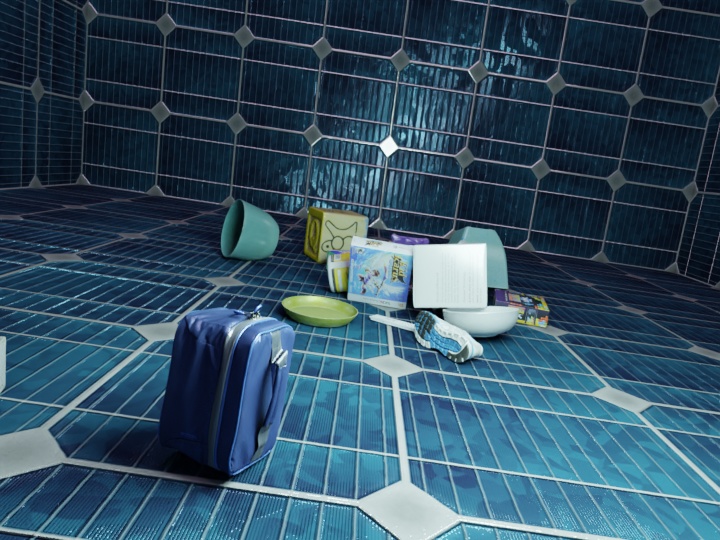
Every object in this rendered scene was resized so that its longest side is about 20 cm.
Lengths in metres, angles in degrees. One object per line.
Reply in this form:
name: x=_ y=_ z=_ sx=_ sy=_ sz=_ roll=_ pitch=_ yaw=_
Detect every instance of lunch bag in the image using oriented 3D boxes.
lunch bag: x=-0.158 y=0.142 z=0.726 sx=0.128 sy=0.207 sz=0.135 roll=13 pitch=6 yaw=17

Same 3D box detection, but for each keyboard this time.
keyboard: x=0.119 y=0.141 z=1.464 sx=0.194 sy=0.011 sz=0.056 roll=14 pitch=12 yaw=24

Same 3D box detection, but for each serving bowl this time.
serving bowl: x=0.310 y=0.132 z=1.457 sx=0.192 sy=0.068 sz=0.200 roll=-2 pitch=1 yaw=0

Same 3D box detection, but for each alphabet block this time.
alphabet block: x=-0.100 y=-0.138 z=2.251 sx=0.194 sy=0.203 sz=0.195 roll=4 pitch=9 yaw=-25

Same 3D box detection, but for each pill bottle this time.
pill bottle: x=0.000 y=0.000 z=1.715 sx=0.192 sy=0.116 sz=0.112 roll=-6 pitch=10 yaw=3

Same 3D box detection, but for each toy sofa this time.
toy sofa: x=0.226 y=-0.102 z=2.571 sx=0.193 sy=0.101 sz=0.083 roll=8 pitch=10 yaw=-7

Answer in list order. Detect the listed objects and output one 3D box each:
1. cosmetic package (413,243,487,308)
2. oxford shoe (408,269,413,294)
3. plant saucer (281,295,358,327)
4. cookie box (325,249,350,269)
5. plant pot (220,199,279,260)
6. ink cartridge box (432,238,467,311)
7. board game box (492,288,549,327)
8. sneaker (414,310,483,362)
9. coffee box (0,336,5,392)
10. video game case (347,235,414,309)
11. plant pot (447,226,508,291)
cosmetic package: x=0.248 y=0.014 z=1.551 sx=0.193 sy=0.172 sz=0.165 roll=-1 pitch=0 yaw=13
oxford shoe: x=0.157 y=0.040 z=1.756 sx=0.070 sy=0.087 sz=0.201 roll=13 pitch=21 yaw=6
plant saucer: x=-0.103 y=0.105 z=1.424 sx=0.193 sy=0.032 sz=0.200 roll=9 pitch=11 yaw=-2
cookie box: x=-0.004 y=-0.018 z=2.015 sx=0.167 sy=0.078 sz=0.197 roll=-1 pitch=14 yaw=-39
plant pot: x=-0.383 y=-0.128 z=2.002 sx=0.157 sy=0.207 sz=0.199 roll=16 pitch=4 yaw=-33
ink cartridge box: x=0.268 y=0.011 z=1.717 sx=0.083 sy=0.201 sz=0.145 roll=41 pitch=15 yaw=5
board game box: x=0.499 y=0.114 z=1.777 sx=0.160 sy=0.059 sz=0.200 roll=12 pitch=11 yaw=11
sneaker: x=0.204 y=0.158 z=1.319 sx=0.085 sy=0.077 sz=0.199 roll=9 pitch=16 yaw=-38
coffee box: x=-0.591 y=0.137 z=0.740 sx=0.193 sy=0.083 sz=0.113 roll=5 pitch=12 yaw=-19
video game case: x=0.055 y=0.010 z=1.601 sx=0.175 sy=0.205 sz=0.046 roll=8 pitch=40 yaw=5
plant pot: x=0.393 y=-0.040 z=1.970 sx=0.189 sy=0.208 sz=0.196 roll=6 pitch=-6 yaw=-12
